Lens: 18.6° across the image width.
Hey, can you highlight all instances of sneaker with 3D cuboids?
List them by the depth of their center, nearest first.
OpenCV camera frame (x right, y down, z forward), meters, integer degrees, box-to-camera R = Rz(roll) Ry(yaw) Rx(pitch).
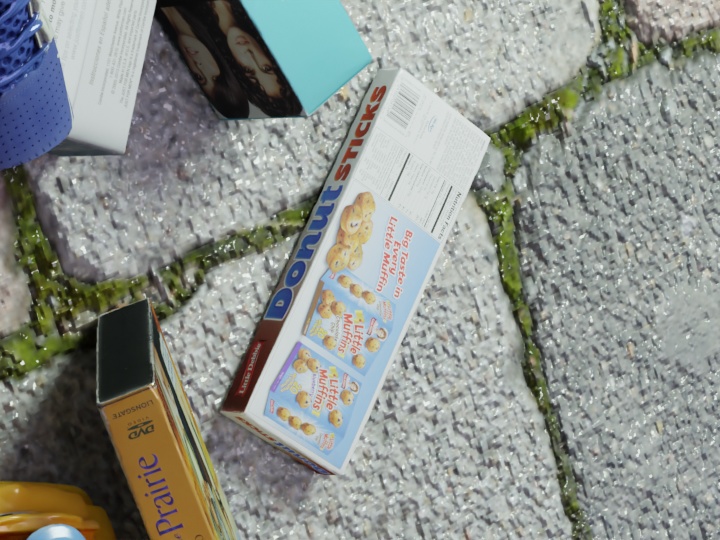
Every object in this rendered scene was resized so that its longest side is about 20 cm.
[{"bbox_3d":[-0.157,-0.118,0.860,0.080,0.115,0.200,-38,129,-25],"label":"sneaker"}]

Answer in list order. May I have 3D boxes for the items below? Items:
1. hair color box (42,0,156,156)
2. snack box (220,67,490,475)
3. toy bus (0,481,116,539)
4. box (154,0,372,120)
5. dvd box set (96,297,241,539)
[{"bbox_3d":[-0.190,-0.121,0.960,0.199,0.060,0.100,16,83,-37],"label":"hair color box"},{"bbox_3d":[0.000,0.000,1.127,0.072,0.024,0.201,35,71,-33],"label":"snack box"},{"bbox_3d":[-0.130,0.176,0.918,0.135,0.192,0.201,1,74,-32],"label":"toy bus"},{"bbox_3d":[-0.079,-0.165,1.029,0.049,0.082,0.200,-43,115,-26],"label":"box"},{"bbox_3d":[-0.073,0.124,1.006,0.029,0.146,0.201,-20,104,-1],"label":"dvd box set"}]
